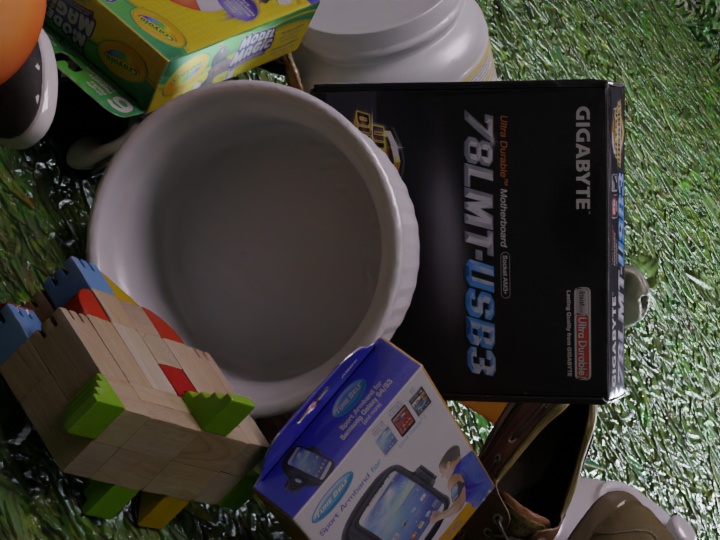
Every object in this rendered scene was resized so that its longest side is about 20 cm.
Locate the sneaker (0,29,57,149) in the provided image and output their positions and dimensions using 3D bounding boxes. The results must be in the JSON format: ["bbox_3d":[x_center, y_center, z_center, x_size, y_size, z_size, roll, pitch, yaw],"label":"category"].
[{"bbox_3d":[-0.251,-0.157,1.428,0.099,0.071,0.201,24,32,-53],"label":"sneaker"}]

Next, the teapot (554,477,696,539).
[{"bbox_3d":[0.181,0.224,1.711,0.198,0.146,0.200,59,24,11],"label":"teapot"}]

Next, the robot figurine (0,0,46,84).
[{"bbox_3d":[-0.236,-0.146,1.293,0.143,0.200,0.118,-4,92,-24],"label":"robot figurine"}]

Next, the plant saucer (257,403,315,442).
[{"bbox_3d":[-0.018,0.087,1.615,0.201,0.051,0.201,46,23,-26],"label":"plant saucer"}]

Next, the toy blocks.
[{"bbox_3d":[-0.139,0.056,1.347,0.137,0.100,0.200,53,16,28],"label":"toy blocks"}]

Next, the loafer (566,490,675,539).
[{"bbox_3d":[0.142,0.237,1.574,0.067,0.201,0.076,20,-16,45],"label":"loafer"}]

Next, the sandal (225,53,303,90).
[{"bbox_3d":[-0.094,-0.162,1.632,0.211,0.070,0.078,29,5,9],"label":"sandal"}]

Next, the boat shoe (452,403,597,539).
[{"bbox_3d":[0.094,0.160,1.573,0.072,0.201,0.068,24,-7,-15],"label":"boat shoe"}]

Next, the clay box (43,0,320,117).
[{"bbox_3d":[-0.127,-0.168,1.527,0.115,0.048,0.200,40,34,14],"label":"clay box"}]

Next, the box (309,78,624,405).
[{"bbox_3d":[0.067,-0.019,1.506,0.050,0.197,0.202,-10,100,-68],"label":"box"}]

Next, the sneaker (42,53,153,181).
[{"bbox_3d":[-0.143,-0.083,1.543,0.199,0.079,0.130,45,24,-28],"label":"sneaker"}]

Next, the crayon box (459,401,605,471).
[{"bbox_3d":[0.089,0.070,1.750,0.199,0.052,0.125,32,6,31],"label":"crayon box"}]

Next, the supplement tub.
[{"bbox_3d":[0.028,-0.119,1.707,0.146,0.144,0.201,-95,173,-53],"label":"supplement tub"}]

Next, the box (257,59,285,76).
[{"bbox_3d":[-0.080,-0.225,1.768,0.148,0.108,0.200,20,-7,40],"label":"box"}]

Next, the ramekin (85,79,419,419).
[{"bbox_3d":[-0.059,-0.013,1.468,0.201,0.200,0.098,59,14,8],"label":"ramekin"}]

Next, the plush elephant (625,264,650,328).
[{"bbox_3d":[0.153,0.001,1.984,0.165,0.154,0.200,55,20,-3],"label":"plush elephant"}]

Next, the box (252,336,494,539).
[{"bbox_3d":[0.009,0.126,1.439,0.041,0.119,0.200,34,-13,30],"label":"box"}]
